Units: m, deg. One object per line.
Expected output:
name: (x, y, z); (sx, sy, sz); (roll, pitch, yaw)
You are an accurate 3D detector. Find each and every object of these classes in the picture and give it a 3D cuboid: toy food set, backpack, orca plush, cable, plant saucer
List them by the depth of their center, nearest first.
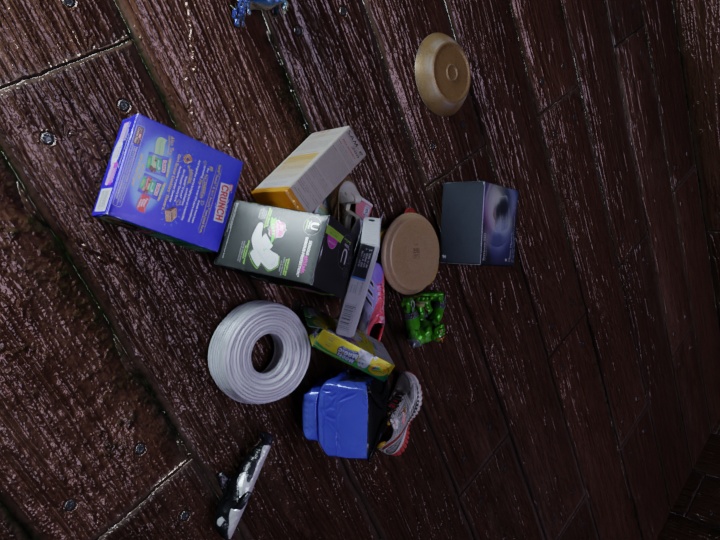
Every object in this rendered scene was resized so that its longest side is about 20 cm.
orca plush: (-0.235, 0.396, 1.129); (0.071, 0.105, 0.201); (25, 87, -5)
cable: (-0.190, 0.160, 1.147); (0.200, 0.069, 0.201); (-41, 119, -31)
backpack: (-0.023, 0.280, 1.247); (0.200, 0.166, 0.164); (-11, 107, -73)
toy food set: (0.117, -0.043, 1.413); (0.199, 0.048, 0.199); (-25, 109, -37)
plant saucer: (0.214, -0.484, 1.467); (0.199, 0.035, 0.202); (-4, 97, -42)

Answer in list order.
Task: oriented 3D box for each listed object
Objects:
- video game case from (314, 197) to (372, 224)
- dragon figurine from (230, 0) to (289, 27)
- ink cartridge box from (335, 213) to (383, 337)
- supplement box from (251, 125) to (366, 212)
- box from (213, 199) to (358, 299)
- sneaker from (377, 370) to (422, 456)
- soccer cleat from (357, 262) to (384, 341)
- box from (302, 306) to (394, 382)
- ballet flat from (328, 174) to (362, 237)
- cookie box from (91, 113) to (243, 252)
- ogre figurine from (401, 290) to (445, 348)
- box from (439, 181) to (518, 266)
video game case: (-0.056, -0.083, 1.278); (0.143, 0.017, 0.201); (30, 75, -39)
dragon figurine: (-0.178, -0.538, 1.100); (0.099, 0.059, 0.202); (16, 84, -41)
ink cartridge box: (0.000, 0.000, 1.193); (0.043, 0.200, 0.199); (15, 113, -1)
supplement box: (-0.099, -0.188, 1.158); (0.200, 0.126, 0.074); (-50, 122, -25)
box: (-0.129, -0.036, 1.070); (0.148, 0.199, 0.125); (31, 72, -66)
sneaker: (0.086, 0.334, 1.401); (0.082, 0.078, 0.202); (23, 79, -39)
soccer cleat: (0.032, 0.083, 1.330); (0.066, 0.076, 0.202); (12, 87, -42)
box: (-0.034, 0.145, 1.207); (0.199, 0.117, 0.049); (31, 98, -19)
ballet flat: (-0.028, -0.120, 1.238); (0.067, 0.072, 0.202); (-3, 96, -42)
cookie box: (-0.318, -0.138, 1.003); (0.199, 0.075, 0.173); (21, 80, -40)
ogre figurine: (0.155, 0.115, 1.431); (0.200, 0.097, 0.121); (-22, 110, -79)
box: (0.302, -0.112, 1.500); (0.198, 0.123, 0.202); (0, 93, -51)
